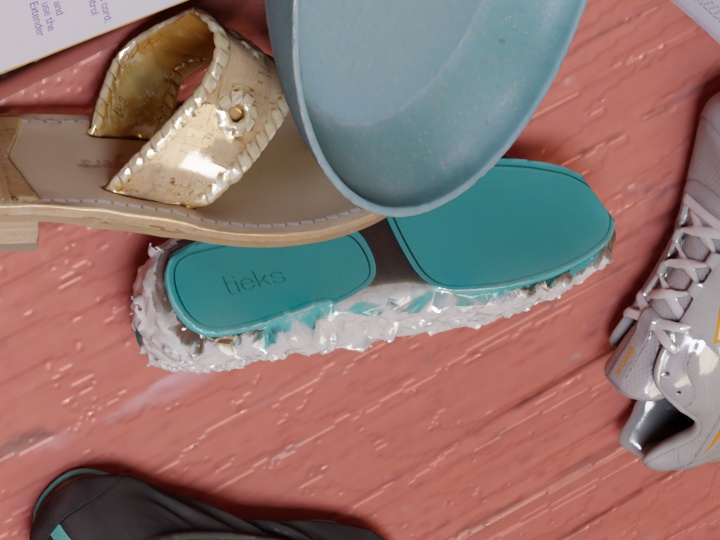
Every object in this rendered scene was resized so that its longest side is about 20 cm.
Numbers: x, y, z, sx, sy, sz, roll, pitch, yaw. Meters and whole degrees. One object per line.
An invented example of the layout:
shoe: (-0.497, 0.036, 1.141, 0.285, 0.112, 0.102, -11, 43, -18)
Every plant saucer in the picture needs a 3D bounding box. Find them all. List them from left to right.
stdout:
plant saucer: (0.024, -0.119, 0.815, 0.200, 0.036, 0.201, -36, 136, -45)

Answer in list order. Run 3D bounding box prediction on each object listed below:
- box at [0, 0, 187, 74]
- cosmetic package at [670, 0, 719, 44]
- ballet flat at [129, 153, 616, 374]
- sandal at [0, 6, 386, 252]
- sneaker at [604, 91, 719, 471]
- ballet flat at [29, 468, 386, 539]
box: (-0.091, -0.135, 0.770, 0.199, 0.041, 0.119, -25, 133, -18)
cosmetic package: (0.217, -0.137, 0.924, 0.199, 0.101, 0.071, -12, 130, -24)
ballet flat: (0.000, 0.000, 0.925, 0.199, 0.072, 0.072, -10, 128, -24)
sandal: (-0.065, -0.055, 0.820, 0.211, 0.078, 0.070, -6, 132, -23)
sneaker: (0.148, 0.014, 1.017, 0.092, 0.076, 0.201, -19, 131, -14)
ballet flat: (-0.049, 0.135, 0.983, 0.200, 0.068, 0.068, 17, 112, -40)
